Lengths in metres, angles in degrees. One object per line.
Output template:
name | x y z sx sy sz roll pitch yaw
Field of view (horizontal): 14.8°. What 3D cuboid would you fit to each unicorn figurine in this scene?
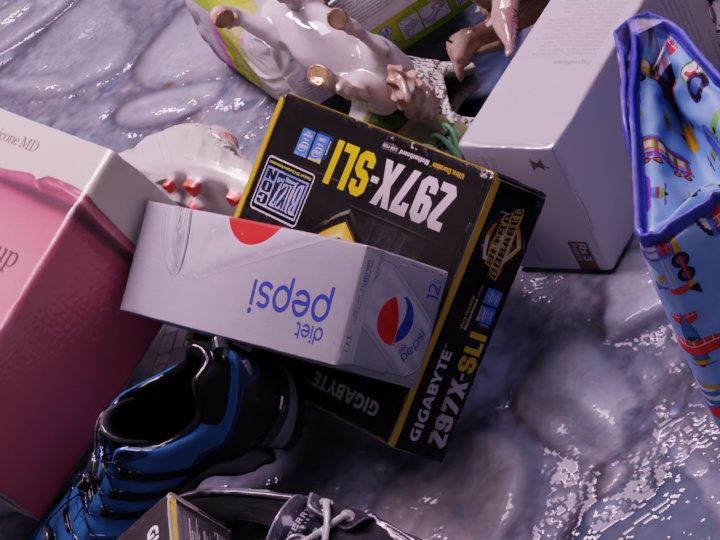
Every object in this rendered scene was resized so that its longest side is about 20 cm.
unicorn figurine | -0.025 -0.150 1.695 0.074 0.137 0.200 -43 68 16

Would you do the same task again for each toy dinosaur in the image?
toy dinosaur | 0.105 -0.186 1.714 0.135 0.086 0.200 -23 10 5

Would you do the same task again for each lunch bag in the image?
lunch bag | 0.190 -0.037 1.469 0.094 0.151 0.200 -23 36 7

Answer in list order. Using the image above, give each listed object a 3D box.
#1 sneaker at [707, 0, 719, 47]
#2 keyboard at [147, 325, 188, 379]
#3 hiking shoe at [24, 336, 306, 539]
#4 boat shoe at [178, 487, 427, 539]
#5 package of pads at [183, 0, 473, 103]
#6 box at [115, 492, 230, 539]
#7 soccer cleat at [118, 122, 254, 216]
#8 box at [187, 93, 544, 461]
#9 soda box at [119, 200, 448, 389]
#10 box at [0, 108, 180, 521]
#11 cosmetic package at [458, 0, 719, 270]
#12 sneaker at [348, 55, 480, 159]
sneaker | 0.290 -0.174 1.588 0.200 0.140 0.078 -21 35 12
keyboard | -0.097 0.025 1.724 0.056 0.011 0.200 -12 38 23
hiking shoe | -0.128 0.105 1.543 0.200 0.087 0.074 -41 45 16
boat shoe | -0.022 0.150 1.462 0.200 0.068 0.072 9 49 42
package of pads | -0.028 -0.188 1.874 0.154 0.068 0.200 -34 26 -9
box | -0.128 0.232 1.404 0.160 0.049 0.200 -43 30 23
soccer cleat | -0.095 -0.061 1.770 0.078 0.069 0.200 -45 30 -23
box | 0.000 0.000 1.576 0.200 0.049 0.160 25 93 49
soda box | -0.046 0.011 1.524 0.200 0.063 0.068 13 87 49
box | -0.202 0.023 1.617 0.128 0.109 0.200 20 74 43
cosmetic package | 0.143 -0.103 1.641 0.074 0.102 0.200 3 45 38
sneaker | 0.037 -0.076 1.712 0.088 0.077 0.200 -7 43 11
